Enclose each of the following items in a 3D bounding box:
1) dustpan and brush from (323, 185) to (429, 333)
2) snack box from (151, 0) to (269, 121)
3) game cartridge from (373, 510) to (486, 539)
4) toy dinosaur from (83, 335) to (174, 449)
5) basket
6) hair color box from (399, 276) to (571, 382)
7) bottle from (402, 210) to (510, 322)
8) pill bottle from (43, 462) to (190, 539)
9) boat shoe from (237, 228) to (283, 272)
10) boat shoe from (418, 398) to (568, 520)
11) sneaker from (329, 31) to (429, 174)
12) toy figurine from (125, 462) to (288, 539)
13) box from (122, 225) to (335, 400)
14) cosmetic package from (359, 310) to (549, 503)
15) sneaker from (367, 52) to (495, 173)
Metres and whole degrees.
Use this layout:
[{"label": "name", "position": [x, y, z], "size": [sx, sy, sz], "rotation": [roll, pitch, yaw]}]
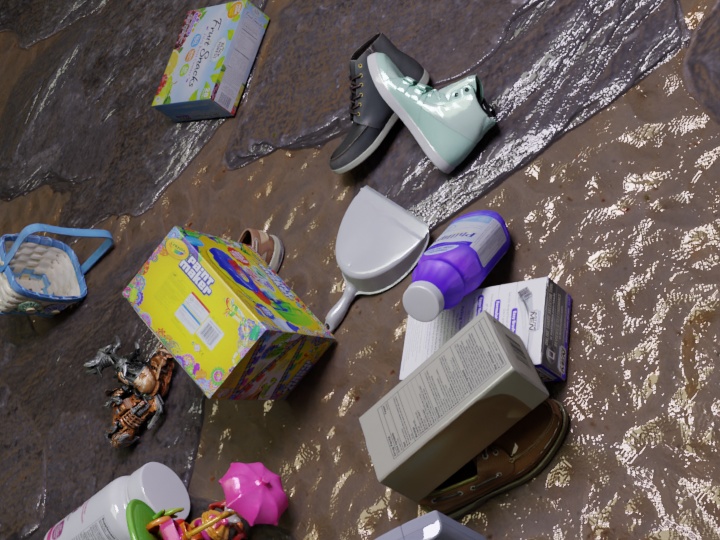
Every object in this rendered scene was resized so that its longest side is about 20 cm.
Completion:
[{"label": "dustpan and brush", "position": [0.000, 0.000, 1.511], "size": [0.139, 0.057, 0.200], "rotation": [35, 85, 35]}, {"label": "snack box", "position": [-0.265, -0.368, 1.942], "size": [0.168, 0.068, 0.201], "rotation": [3, 70, 43]}, {"label": "game cartridge", "position": [0.039, 0.341, 1.212], "size": [0.200, 0.133, 0.041], "rotation": [-39, 39, 19]}, {"label": "toy dinosaur", "position": [-0.337, 0.172, 1.698], "size": [0.135, 0.102, 0.200], "rotation": [30, 69, 32]}, {"label": "basket", "position": [-0.546, -0.008, 1.916], "size": [0.200, 0.176, 0.139], "rotation": [-48, 57, 28]}, {"label": "hair color box", "position": [0.148, 0.082, 1.316], "size": [0.199, 0.065, 0.110], "rotation": [-12, 58, 39]}, {"label": "bottle", "position": [0.112, -0.006, 1.322], "size": [0.083, 0.066, 0.200], "rotation": [-12, 20, 35]}, {"label": "pill bottle", "position": [-0.343, 0.363, 1.554], "size": [0.200, 0.113, 0.114], "rotation": [-37, 47, 19]}, {"label": "boat shoe", "position": [-0.182, 0.030, 1.633], "size": [0.075, 0.072, 0.201], "rotation": [1, 67, 42]}, {"label": "boat shoe", "position": [0.144, 0.211, 1.239], "size": [0.200, 0.068, 0.072], "rotation": [-43, 43, 13]}, {"label": "sneaker", "position": [-0.001, -0.242, 1.594], "size": [0.200, 0.106, 0.075], "rotation": [-51, 22, -1]}, {"label": "toy figurine", "position": [-0.176, 0.324, 1.421], "size": [0.183, 0.200, 0.151], "rotation": [-29, 69, 0]}, {"label": "box", "position": [-0.173, 0.062, 1.473], "size": [0.200, 0.192, 0.122], "rotation": [46, 103, 23]}, {"label": "cosmetic package", "position": [0.100, 0.151, 1.215], "size": [0.200, 0.071, 0.105], "rotation": [-42, 36, 18]}, {"label": "sneaker", "position": [0.102, -0.245, 1.502], "size": [0.118, 0.074, 0.201], "rotation": [-41, 77, 19]}]
